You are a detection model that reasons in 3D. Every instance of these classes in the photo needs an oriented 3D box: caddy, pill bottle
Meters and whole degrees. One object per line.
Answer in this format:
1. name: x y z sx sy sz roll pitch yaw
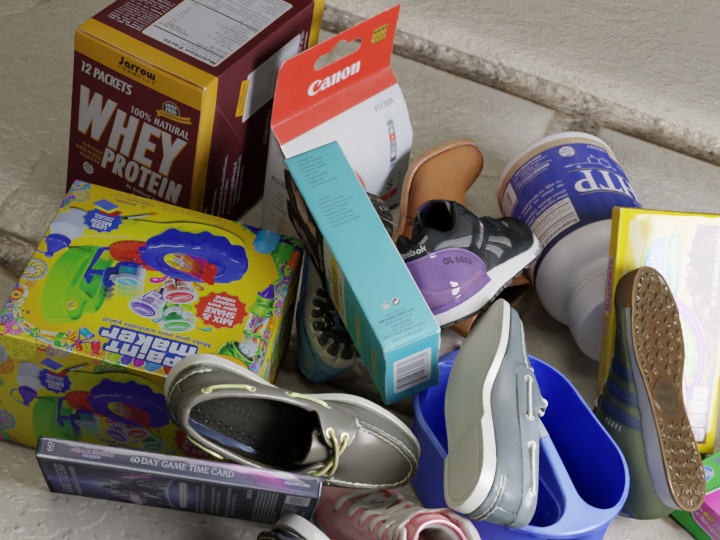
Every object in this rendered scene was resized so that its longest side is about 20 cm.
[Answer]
1. caddy: 0.120 0.144 1.355 0.141 0.105 0.200 -12 46 -26
2. pill bottle: 0.204 -0.019 1.551 0.119 0.120 0.200 -3 43 -16

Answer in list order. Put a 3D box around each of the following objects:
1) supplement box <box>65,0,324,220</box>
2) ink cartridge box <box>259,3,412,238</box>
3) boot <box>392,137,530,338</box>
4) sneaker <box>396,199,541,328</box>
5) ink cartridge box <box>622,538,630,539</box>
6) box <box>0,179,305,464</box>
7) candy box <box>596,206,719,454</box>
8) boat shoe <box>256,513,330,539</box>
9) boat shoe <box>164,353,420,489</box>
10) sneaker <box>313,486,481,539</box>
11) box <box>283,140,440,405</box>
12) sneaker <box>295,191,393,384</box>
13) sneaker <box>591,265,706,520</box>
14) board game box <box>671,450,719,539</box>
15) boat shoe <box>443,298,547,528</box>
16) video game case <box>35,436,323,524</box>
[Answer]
1. supplement box: -0.149 -0.152 1.559 0.132 0.198 0.200 27 42 17
2. ink cartridge box: -0.013 -0.120 1.553 0.050 0.201 0.162 36 46 25
3. boot: 0.091 -0.030 1.564 0.155 0.077 0.200 30 48 26
4. sneaker: 0.089 -0.027 1.420 0.075 0.088 0.200 -20 10 25
5. ink cartridge box: 0.214 0.306 1.210 0.200 0.088 0.145 35 46 27
6. box: -0.167 0.053 1.381 0.199 0.122 0.193 14 42 3
7. candy box: 0.252 0.050 1.445 0.102 0.201 0.026 4 4 -6
8. boat shoe: -0.004 0.254 1.227 0.200 0.074 0.060 40 58 20
9. boat shoe: -0.045 0.120 1.251 0.201 0.072 0.060 21 16 -18
10. sneaker: 0.032 0.192 1.285 0.075 0.105 0.200 -16 47 -26
11. box: 0.000 0.000 1.371 0.049 0.082 0.200 -21 57 -12
12. sneaker: -0.028 0.009 1.481 0.078 0.090 0.201 21 50 -15
13. sneaker: 0.213 0.103 1.396 0.067 0.090 0.201 11 64 -41
14. board game box: 0.366 0.212 1.387 0.153 0.040 0.200 -23 51 -34
15. boat shoe: 0.105 0.107 1.298 0.062 0.073 0.201 28 41 -17
16. video game case: -0.131 0.156 1.266 0.199 0.143 0.019 10 72 -3
